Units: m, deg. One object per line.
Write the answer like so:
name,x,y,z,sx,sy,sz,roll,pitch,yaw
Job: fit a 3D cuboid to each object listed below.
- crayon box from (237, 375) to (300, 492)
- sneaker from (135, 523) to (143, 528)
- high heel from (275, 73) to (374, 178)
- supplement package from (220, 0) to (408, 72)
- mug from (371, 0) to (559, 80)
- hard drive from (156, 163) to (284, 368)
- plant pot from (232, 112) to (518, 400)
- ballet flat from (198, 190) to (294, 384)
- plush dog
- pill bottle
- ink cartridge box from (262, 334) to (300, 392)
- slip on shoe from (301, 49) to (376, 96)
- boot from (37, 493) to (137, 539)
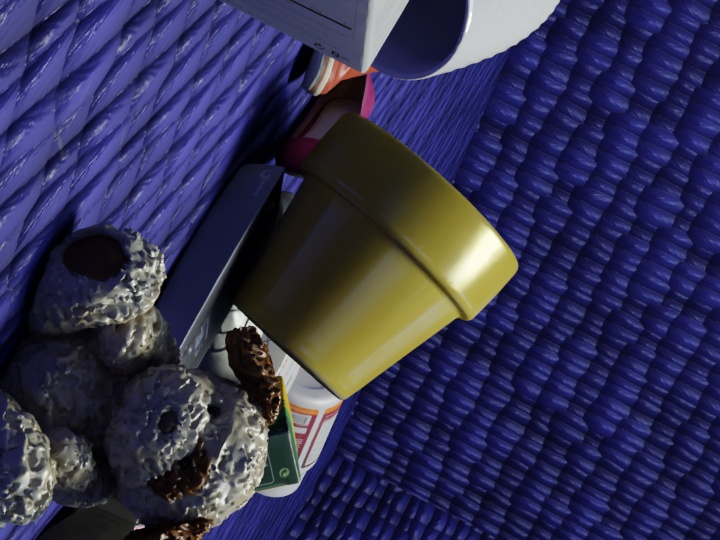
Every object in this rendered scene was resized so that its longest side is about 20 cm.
crayon box,-0.123,0.148,1.592,0.200,0.125,0.052,-111,-172,-77
sneaker,-0.196,0.214,1.669,0.200,0.080,0.087,-64,169,-69
high heel,-0.028,-0.140,1.650,0.200,0.067,0.096,-34,139,-68
supplement package,-0.017,-0.226,1.029,0.121,0.120,0.200,-60,174,-17
mug,0.068,-0.246,1.483,0.175,0.200,0.148,-23,106,-44
hard drive,-0.127,0.011,1.504,0.200,0.042,0.135,-62,175,-24
plant pot,0.000,0.000,1.517,0.189,0.201,0.201,-48,173,-6
ballet flat,-0.112,0.014,1.622,0.069,0.069,0.200,83,31,-80
plush dog,-0.141,0.098,1.104,0.200,0.172,0.161,-62,175,-20
pill bottle,-0.094,0.199,2.336,0.110,0.109,0.200,-56,172,-50
ink cartridge box,-0.097,0.063,1.817,0.147,0.083,0.200,-62,175,-20
slip on shoe,0.001,-0.205,1.597,0.074,0.061,0.200,-64,173,30
boot,-0.233,0.241,1.485,0.076,0.074,0.200,-59,-179,34
